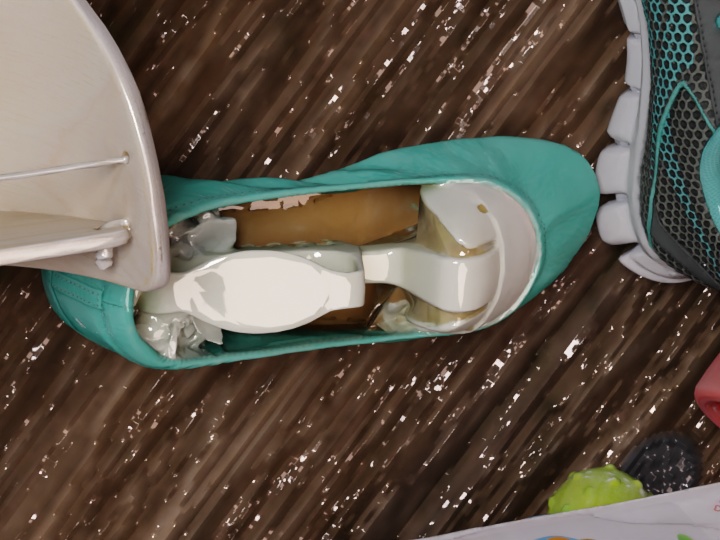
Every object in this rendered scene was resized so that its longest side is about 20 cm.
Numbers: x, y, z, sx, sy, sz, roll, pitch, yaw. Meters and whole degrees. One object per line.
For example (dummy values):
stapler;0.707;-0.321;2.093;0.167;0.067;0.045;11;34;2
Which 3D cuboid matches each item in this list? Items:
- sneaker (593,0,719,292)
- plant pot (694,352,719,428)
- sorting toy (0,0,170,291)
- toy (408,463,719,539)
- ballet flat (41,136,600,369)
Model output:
sneaker;0.125;-0.080;0.827;0.077;0.091;0.201;-16;116;-20
plant pot;0.242;0.017;0.877;0.200;0.200;0.178;33;83;-32
sorting toy;-0.166;-0.075;0.693;0.199;0.107;0.181;-9;107;-22
toy;0.100;0.098;0.858;0.115;0.199;0.047;44;52;-32
ballet flat;0.000;0.000;0.812;0.199;0.070;0.068;-7;113;-23
